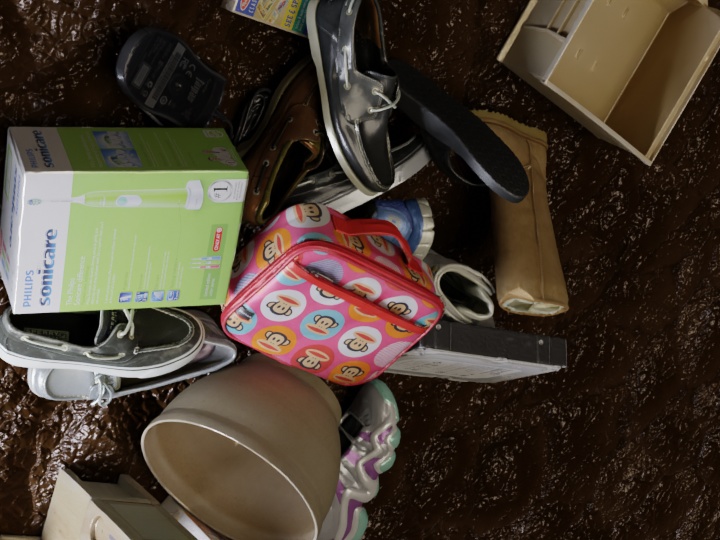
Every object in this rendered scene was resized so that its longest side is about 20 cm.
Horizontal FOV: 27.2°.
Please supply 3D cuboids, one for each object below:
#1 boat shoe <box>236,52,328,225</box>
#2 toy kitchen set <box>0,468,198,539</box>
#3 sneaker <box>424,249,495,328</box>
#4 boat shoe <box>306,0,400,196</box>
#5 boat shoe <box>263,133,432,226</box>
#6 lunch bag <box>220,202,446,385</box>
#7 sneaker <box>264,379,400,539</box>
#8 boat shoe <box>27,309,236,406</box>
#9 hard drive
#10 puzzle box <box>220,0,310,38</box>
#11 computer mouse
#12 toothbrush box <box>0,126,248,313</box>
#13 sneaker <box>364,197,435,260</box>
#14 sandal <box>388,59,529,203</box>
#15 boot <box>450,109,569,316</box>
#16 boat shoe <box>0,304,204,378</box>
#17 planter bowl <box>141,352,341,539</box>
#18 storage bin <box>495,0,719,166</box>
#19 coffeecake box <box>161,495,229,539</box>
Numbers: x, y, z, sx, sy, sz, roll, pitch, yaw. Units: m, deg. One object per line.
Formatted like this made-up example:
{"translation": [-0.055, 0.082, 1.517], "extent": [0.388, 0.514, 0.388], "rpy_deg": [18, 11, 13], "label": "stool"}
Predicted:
{"translation": [-0.061, -0.125, 1.436], "extent": [0.200, 0.068, 0.072], "rpy_deg": [-57, 146, -13], "label": "boat shoe"}
{"translation": [-0.284, 0.312, 1.419], "extent": [0.163, 0.180, 0.200], "rpy_deg": [11, 99, -36], "label": "toy kitchen set"}
{"translation": [0.109, 0.044, 1.618], "extent": [0.074, 0.116, 0.200], "rpy_deg": [-53, 131, -6], "label": "sneaker"}
{"translation": [0.003, -0.168, 1.415], "extent": [0.072, 0.068, 0.200], "rpy_deg": [-32, 114, -54], "label": "boat shoe"}
{"translation": [-0.017, -0.102, 1.496], "extent": [0.199, 0.074, 0.068], "rpy_deg": [-27, 104, -12], "label": "boat shoe"}
{"translation": [-0.021, 0.018, 1.437], "extent": [0.200, 0.082, 0.176], "rpy_deg": [26, 124, -36], "label": "lunch bag"}
{"translation": [-0.041, 0.212, 1.610], "extent": [0.140, 0.078, 0.200], "rpy_deg": [4, 107, -37], "label": "sneaker"}
{"translation": [-0.220, 0.086, 1.439], "extent": [0.202, 0.065, 0.075], "rpy_deg": [-8, 114, -31], "label": "boat shoe"}
{"translation": [0.105, 0.090, 1.613], "extent": [0.200, 0.140, 0.038], "rpy_deg": [9, 75, -34], "label": "hard drive"}
{"translation": [-0.041, -0.323, 1.410], "extent": [0.133, 0.025, 0.200], "rpy_deg": [13, 103, -37], "label": "puzzle box"}
{"translation": [-0.177, -0.139, 1.386], "extent": [0.200, 0.046, 0.141], "rpy_deg": [25, 90, -51], "label": "computer mouse"}
{"translation": [-0.215, -0.047, 1.335], "extent": [0.200, 0.086, 0.146], "rpy_deg": [-3, 125, -24], "label": "toothbrush box"}
{"translation": [0.000, 0.000, 1.536], "extent": [0.089, 0.079, 0.200], "rpy_deg": [10, 126, -21], "label": "sneaker"}
{"translation": [0.090, -0.133, 1.500], "extent": [0.075, 0.200, 0.048], "rpy_deg": [-27, 157, -52], "label": "sandal"}
{"translation": [0.149, -0.060, 1.567], "extent": [0.175, 0.066, 0.200], "rpy_deg": [8, 72, -37], "label": "boot"}
{"translation": [-0.234, 0.057, 1.373], "extent": [0.200, 0.071, 0.064], "rpy_deg": [0, 155, -25], "label": "boat shoe"}
{"translation": [-0.099, 0.170, 1.495], "extent": [0.135, 0.200, 0.200], "rpy_deg": [-55, 134, -35], "label": "planter bowl"}
{"translation": [0.281, -0.254, 1.620], "extent": [0.200, 0.094, 0.199], "rpy_deg": [29, 92, -39], "label": "storage bin"}
{"translation": [-0.129, 0.337, 1.525], "extent": [0.073, 0.200, 0.154], "rpy_deg": [-49, 129, -7], "label": "coffeecake box"}
